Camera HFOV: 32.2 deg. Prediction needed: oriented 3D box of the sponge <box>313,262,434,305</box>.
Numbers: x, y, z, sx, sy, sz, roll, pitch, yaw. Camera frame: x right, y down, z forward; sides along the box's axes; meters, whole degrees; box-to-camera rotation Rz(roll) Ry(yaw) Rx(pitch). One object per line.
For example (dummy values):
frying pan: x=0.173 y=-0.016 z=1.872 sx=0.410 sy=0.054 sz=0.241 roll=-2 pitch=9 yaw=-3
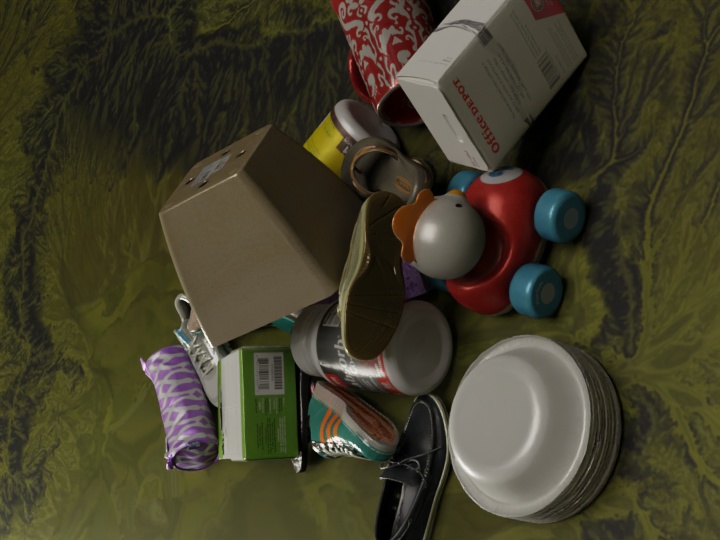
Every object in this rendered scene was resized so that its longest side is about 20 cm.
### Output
sponge: x=0.000 y=0.000 z=1.641 sx=0.199 sy=0.030 sz=0.112 roll=-21 pitch=94 yaw=41

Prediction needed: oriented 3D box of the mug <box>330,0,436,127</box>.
mug: x=0.050 y=-0.292 z=1.685 sx=0.132 sy=0.178 sz=0.201 roll=-16 pitch=62 yaw=-2

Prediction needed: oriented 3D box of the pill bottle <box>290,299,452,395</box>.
pill bottle: x=0.010 y=0.093 z=1.571 sx=0.199 sy=0.115 sz=0.117 roll=0 pitch=77 yaw=48

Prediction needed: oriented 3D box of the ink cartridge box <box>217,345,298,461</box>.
ink cartridge box: x=-0.146 y=0.185 z=1.716 sx=0.200 sy=0.075 sz=0.149 roll=153 pitch=116 yaw=-72

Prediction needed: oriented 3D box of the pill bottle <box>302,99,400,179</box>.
pill bottle: x=-0.043 y=-0.128 z=1.712 sx=0.200 sy=0.109 sz=0.110 roll=-49 pitch=46 yaw=25

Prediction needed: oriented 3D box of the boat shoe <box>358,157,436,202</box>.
boat shoe: x=0.031 y=-0.091 z=1.649 sx=0.200 sy=0.066 sz=0.072 roll=-36 pitch=81 yaw=38

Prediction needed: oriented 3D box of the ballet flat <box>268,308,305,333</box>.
ballet flat: x=-0.122 y=0.050 z=1.778 sx=0.199 sy=0.069 sz=0.070 roll=2 pitch=77 yaw=49

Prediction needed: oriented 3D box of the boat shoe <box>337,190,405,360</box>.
boat shoe: x=0.011 y=0.009 z=1.475 sx=0.063 sy=0.073 sz=0.203 roll=152 pitch=125 yaw=-68

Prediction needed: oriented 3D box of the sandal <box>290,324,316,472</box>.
sandal: x=-0.069 y=0.172 z=1.671 sx=0.075 sy=0.045 sz=0.202 roll=-170 pitch=81 yaw=-69

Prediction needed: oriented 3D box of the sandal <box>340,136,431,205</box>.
sandal: x=0.020 y=-0.118 z=1.550 sx=0.200 sy=0.054 sz=0.082 roll=41 pitch=117 yaw=57

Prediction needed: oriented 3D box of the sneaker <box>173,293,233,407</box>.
sneaker: x=-0.236 y=0.117 z=1.857 sx=0.075 sy=0.086 sz=0.201 roll=-43 pitch=50 yaw=27

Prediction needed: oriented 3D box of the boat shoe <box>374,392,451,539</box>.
boat shoe: x=0.061 y=0.245 z=1.502 sx=0.074 sy=0.062 sz=0.202 roll=3 pitch=77 yaw=50

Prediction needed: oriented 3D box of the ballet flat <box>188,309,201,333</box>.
ballet flat: x=-0.196 y=0.000 z=1.821 sx=0.200 sy=0.067 sz=0.068 roll=-47 pitch=24 yaw=-5

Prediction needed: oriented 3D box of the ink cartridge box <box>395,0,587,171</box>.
ink cartridge box: x=0.153 y=-0.239 z=1.453 sx=0.200 sy=0.147 sz=0.083 roll=-50 pitch=37 yaw=-16

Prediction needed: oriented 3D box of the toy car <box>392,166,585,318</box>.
toy car: x=0.119 y=-0.050 z=1.437 sx=0.184 sy=0.199 sz=0.178 roll=18 pitch=89 yaw=49

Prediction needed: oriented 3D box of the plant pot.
plant pot: x=-0.130 y=-0.058 z=1.549 sx=0.199 sy=0.178 sz=0.200 roll=-23 pitch=23 yaw=27

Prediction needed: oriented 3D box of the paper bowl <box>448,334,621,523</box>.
paper bowl: x=0.177 y=0.170 z=1.369 sx=0.200 sy=0.104 sz=0.203 roll=-21 pitch=60 yaw=42

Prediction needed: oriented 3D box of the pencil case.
pencil case: x=-0.266 y=0.206 z=1.856 sx=0.085 sy=0.084 sz=0.201 roll=-16 pitch=50 yaw=-7

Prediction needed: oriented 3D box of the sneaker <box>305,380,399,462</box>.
sneaker: x=-0.014 y=0.206 z=1.553 sx=0.200 sy=0.071 sz=0.081 roll=33 pitch=105 yaw=64
